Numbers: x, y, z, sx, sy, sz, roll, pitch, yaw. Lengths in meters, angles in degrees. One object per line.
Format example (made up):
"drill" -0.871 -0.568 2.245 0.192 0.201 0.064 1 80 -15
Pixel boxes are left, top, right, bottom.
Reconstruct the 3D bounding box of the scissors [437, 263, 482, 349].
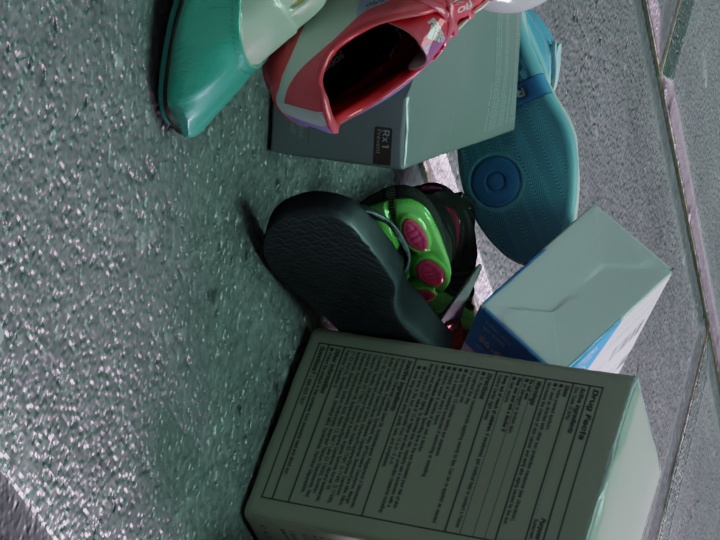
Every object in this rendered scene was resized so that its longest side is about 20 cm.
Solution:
"scissors" 0.045 0.036 1.313 0.200 0.073 0.014 73 -1 -75

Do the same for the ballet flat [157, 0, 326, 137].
"ballet flat" -0.045 -0.160 1.059 0.067 0.070 0.201 39 61 -70

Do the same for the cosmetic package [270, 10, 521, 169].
"cosmetic package" 0.025 -0.123 1.246 0.200 0.090 0.108 -17 113 -65

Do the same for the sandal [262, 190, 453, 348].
"sandal" 0.000 0.000 1.227 0.200 0.076 0.043 57 44 -61

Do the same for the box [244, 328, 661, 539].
"box" 0.055 0.124 1.240 0.109 0.199 0.128 67 38 -53

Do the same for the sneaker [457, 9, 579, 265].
"sneaker" 0.104 -0.097 1.409 0.130 0.079 0.201 15 61 -72

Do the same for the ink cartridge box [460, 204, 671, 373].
"ink cartridge box" 0.108 0.066 1.362 0.116 0.067 0.200 -40 162 -32

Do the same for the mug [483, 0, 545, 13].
"mug" 0.061 -0.237 1.184 0.175 0.147 0.201 -15 90 -54

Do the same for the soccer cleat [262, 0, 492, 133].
"soccer cleat" 0.039 -0.138 1.090 0.200 0.076 0.067 -37 126 -7

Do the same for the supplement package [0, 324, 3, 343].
"supplement package" -0.205 0.037 0.632 0.200 0.113 0.110 -61 149 -44

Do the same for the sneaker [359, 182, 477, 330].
"sneaker" 0.029 -0.018 1.321 0.200 0.076 0.084 61 34 -74
